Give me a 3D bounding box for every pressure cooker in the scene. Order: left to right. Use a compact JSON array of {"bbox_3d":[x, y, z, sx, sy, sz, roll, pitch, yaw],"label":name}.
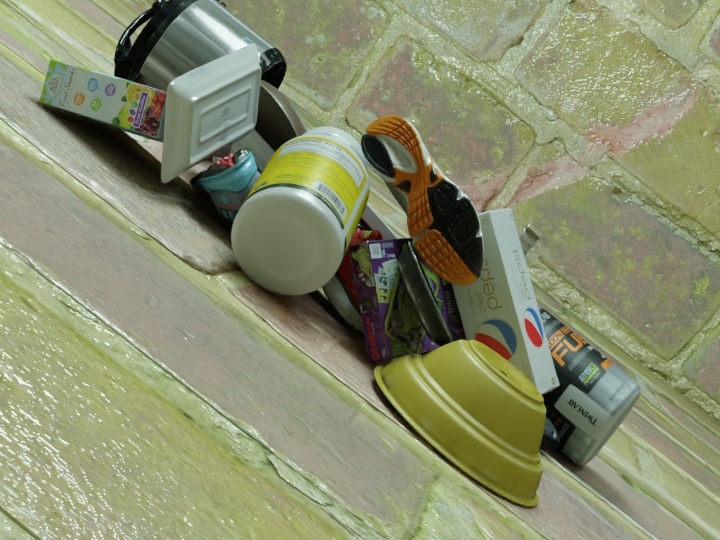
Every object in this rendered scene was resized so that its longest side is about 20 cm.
[{"bbox_3d":[-0.218,-0.272,1.849,0.200,0.179,0.176,38,11,5],"label":"pressure cooker"}]

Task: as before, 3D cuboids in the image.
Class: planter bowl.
[{"bbox_3d":[0.115,0.125,1.333,0.200,0.084,0.200,37,9,-7],"label":"planter bowl"}]

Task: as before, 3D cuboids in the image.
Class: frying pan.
[{"bbox_3d":[0.072,0.035,1.427,0.190,0.031,0.116,56,11,-74],"label":"frying pan"}]

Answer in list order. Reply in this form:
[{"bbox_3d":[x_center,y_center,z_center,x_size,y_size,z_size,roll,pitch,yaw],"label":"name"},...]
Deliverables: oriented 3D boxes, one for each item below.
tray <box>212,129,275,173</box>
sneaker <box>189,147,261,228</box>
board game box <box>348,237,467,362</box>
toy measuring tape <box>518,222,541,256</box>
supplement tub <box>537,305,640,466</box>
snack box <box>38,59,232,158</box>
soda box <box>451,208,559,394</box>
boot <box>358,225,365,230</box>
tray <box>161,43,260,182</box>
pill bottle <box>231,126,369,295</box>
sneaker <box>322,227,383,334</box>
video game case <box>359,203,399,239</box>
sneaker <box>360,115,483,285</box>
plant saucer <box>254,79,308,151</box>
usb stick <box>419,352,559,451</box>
[{"bbox_3d":[-0.119,-0.104,1.644,0.022,0.108,0.200,-24,57,-30],"label":"tray"},{"bbox_3d":[-0.136,-0.076,1.542,0.096,0.079,0.200,64,-1,-6],"label":"sneaker"},{"bbox_3d":[0.061,0.026,1.470,0.199,0.032,0.121,-4,79,-57],"label":"board game box"},{"bbox_3d":[0.133,0.027,1.623,0.073,0.200,0.074,35,-13,10],"label":"toy measuring tape"},{"bbox_3d":[0.221,0.125,1.660,0.200,0.123,0.122,38,8,15],"label":"supplement tub"},{"bbox_3d":[-0.234,-0.171,1.516,0.141,0.053,0.200,16,2,16],"label":"snack box"},{"bbox_3d":[0.148,0.039,1.501,0.064,0.068,0.202,-12,86,-60],"label":"soda box"},{"bbox_3d":[0.000,0.000,1.620,0.200,0.068,0.131,40,6,8],"label":"boot"},{"bbox_3d":[-0.151,-0.167,1.482,0.022,0.108,0.200,16,25,16],"label":"tray"},{"bbox_3d":[-0.053,-0.068,1.421,0.112,0.113,0.200,35,30,-7],"label":"pill bottle"},{"bbox_3d":[-0.017,-0.022,1.522,0.201,0.085,0.077,54,8,20],"label":"sneaker"},{"bbox_3d":[0.001,-0.069,1.672,0.143,0.017,0.200,48,-1,-8],"label":"video game case"},{"bbox_3d":[0.076,-0.069,1.468,0.201,0.075,0.092,63,8,20],"label":"sneaker"},{"bbox_3d":[-0.103,-0.139,1.645,0.200,0.032,0.201,42,-34,36],"label":"plant saucer"},{"bbox_3d":[0.142,0.143,1.545,0.199,0.033,0.055,33,8,-29],"label":"usb stick"}]
